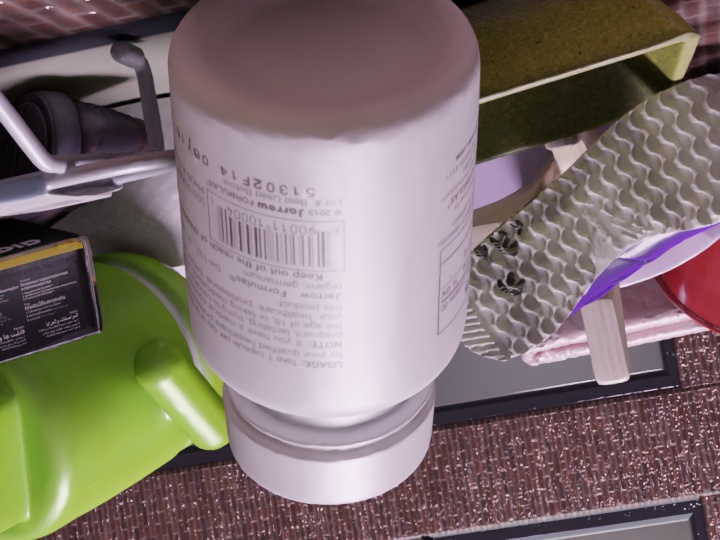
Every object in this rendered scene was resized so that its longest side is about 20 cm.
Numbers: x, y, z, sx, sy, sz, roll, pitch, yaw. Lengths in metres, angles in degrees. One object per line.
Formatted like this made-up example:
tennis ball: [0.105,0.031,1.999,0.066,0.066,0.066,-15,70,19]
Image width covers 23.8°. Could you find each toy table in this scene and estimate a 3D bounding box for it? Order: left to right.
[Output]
toy table: [0.126,-0.038,0.975,0.199,0.185,0.117,-22,-172,16]

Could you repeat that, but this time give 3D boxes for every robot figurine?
robot figurine: [-0.149,0.061,0.864,0.175,0.116,0.200,10,-157,33]

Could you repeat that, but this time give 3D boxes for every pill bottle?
pill bottle: [-0.013,-0.008,0.673,0.114,0.201,0.115,0,-140,0]

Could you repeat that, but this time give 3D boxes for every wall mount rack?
wall mount rack: [-0.171,-0.057,0.683,0.199,0.075,0.174,-11,179,20]

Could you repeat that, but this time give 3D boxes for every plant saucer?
plant saucer: [0.051,-0.085,0.806,0.199,0.048,0.200,-17,176,6]

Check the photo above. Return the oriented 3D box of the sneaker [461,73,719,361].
sneaker: [0.132,-0.035,0.863,0.200,0.070,0.099,-34,178,14]

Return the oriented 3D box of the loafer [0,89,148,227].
loafer: [-0.173,-0.039,0.866,0.063,0.072,0.200,0,168,-36]

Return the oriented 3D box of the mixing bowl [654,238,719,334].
mixing bowl: [0.276,-0.059,1.073,0.199,0.201,0.109,-10,133,4]

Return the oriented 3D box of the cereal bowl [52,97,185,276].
cereal bowl: [-0.091,-0.042,0.961,0.199,0.084,0.200,-9,175,-1]

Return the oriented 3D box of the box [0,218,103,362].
box: [-0.238,0.019,0.743,0.199,0.050,0.159,-17,-164,-34]

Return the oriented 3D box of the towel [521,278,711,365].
towel: [0.193,-0.033,1.179,0.190,0.201,0.032,-12,134,12]
